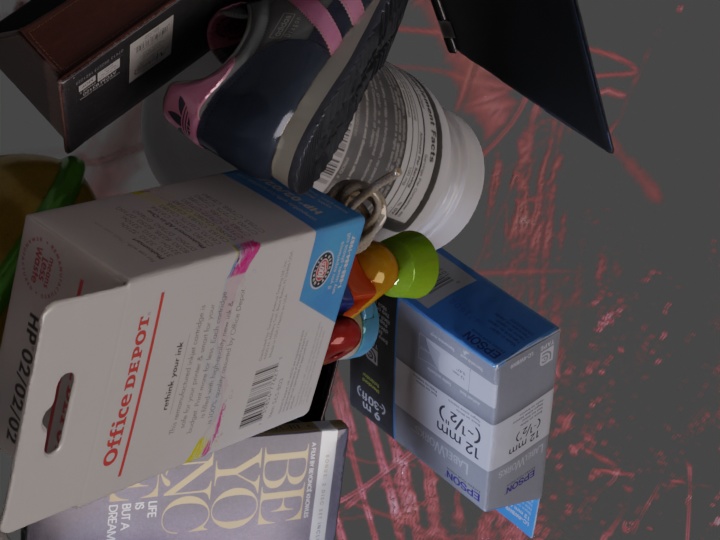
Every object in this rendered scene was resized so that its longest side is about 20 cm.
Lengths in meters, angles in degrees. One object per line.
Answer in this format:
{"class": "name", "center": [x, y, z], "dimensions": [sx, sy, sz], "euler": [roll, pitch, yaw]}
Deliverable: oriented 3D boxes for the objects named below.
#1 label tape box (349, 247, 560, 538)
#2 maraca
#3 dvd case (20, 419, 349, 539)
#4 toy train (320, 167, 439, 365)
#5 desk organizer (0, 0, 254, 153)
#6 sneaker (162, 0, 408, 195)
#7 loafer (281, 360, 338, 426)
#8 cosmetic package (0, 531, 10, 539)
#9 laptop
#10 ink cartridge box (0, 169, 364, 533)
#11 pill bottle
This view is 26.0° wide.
{"class": "label tape box", "center": [0.060, 0.093, 1.090], "dimensions": [0.066, 0.143, 0.201], "euler": [-27, 136, -33]}
{"class": "maraca", "center": [-0.193, 0.024, 0.756], "dimensions": [0.107, 0.137, 0.200], "euler": [37, 116, -13]}
{"class": "dvd case", "center": [-0.105, 0.167, 0.934], "dimensions": [0.199, 0.016, 0.149], "euler": [-2, 109, -28]}
{"class": "toy train", "center": [0.000, 0.000, 0.828], "dimensions": [0.115, 0.085, 0.200], "euler": [-10, 158, -46]}
{"class": "desk organizer", "center": [-0.090, -0.155, 0.760], "dimensions": [0.200, 0.077, 0.072], "euler": [-40, 168, -20]}
{"class": "sneaker", "center": [-0.026, -0.123, 0.759], "dimensions": [0.200, 0.082, 0.070], "euler": [-62, 170, -45]}
{"class": "loafer", "center": [-0.045, 0.081, 0.975], "dimensions": [0.072, 0.063, 0.201], "euler": [10, 88, -59]}
{"class": "cosmetic package", "center": [-0.229, 0.155, 0.777], "dimensions": [0.107, 0.085, 0.200], "euler": [-37, 178, -16]}
{"class": "laptop", "center": [0.084, -0.200, 0.837], "dimensions": [0.188, 0.115, 0.201], "euler": [65, 36, -51]}
{"class": "ink cartridge box", "center": [-0.095, 0.028, 0.700], "dimensions": [0.200, 0.068, 0.116], "euler": [-17, 131, -51]}
{"class": "pill bottle", "center": [-0.020, -0.072, 0.892], "dimensions": [0.200, 0.116, 0.116], "euler": [17, 105, -53]}
